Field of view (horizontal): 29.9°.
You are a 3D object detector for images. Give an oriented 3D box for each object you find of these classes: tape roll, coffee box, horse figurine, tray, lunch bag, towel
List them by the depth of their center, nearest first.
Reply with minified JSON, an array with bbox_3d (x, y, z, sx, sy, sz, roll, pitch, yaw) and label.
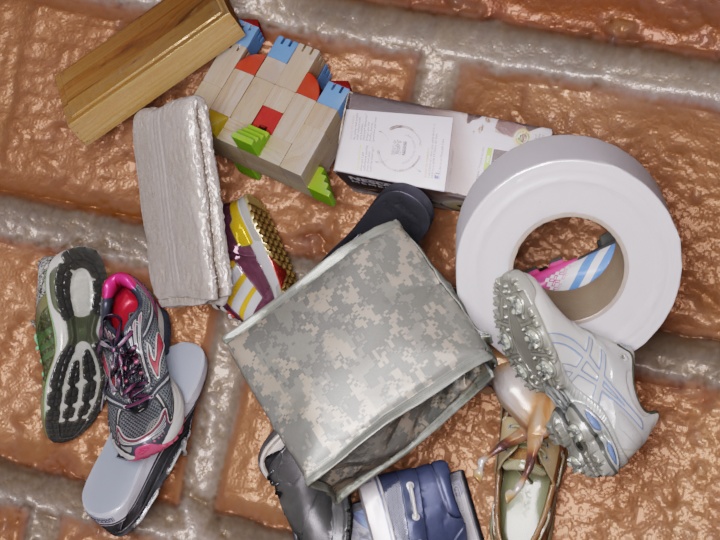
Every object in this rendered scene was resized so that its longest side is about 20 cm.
[{"bbox_3d":[0.006,0.075,1.187,0.199,0.118,0.165,-36,66,2],"label":"lunch bag"},{"bbox_3d":[0.181,-0.014,1.198,0.199,0.071,0.205,1,114,3],"label":"tape roll"},{"bbox_3d":[0.128,0.119,1.232,0.132,0.050,0.200,-42,63,-12],"label":"horse figurine"},{"bbox_3d":[0.083,-0.105,1.295,0.197,0.113,0.081,11,86,11],"label":"coffee box"},{"bbox_3d":[-0.173,-0.064,1.312,0.034,0.132,0.204,-8,93,-35],"label":"towel"},{"bbox_3d":[-0.218,-0.220,1.380,0.199,0.037,0.099,-33,43,5],"label":"tray"}]

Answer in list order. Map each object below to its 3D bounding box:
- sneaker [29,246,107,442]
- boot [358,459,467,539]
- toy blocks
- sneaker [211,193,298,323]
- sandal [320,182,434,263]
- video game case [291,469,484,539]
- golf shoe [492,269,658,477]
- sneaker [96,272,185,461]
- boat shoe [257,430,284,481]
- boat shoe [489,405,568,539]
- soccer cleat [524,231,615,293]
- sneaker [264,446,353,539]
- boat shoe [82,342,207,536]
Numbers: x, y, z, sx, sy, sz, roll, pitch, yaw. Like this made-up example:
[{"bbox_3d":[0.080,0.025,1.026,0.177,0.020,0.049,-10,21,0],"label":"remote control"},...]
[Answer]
[{"bbox_3d":[-0.306,0.073,1.385,0.088,0.076,0.204,9,95,49],"label":"sneaker"},{"bbox_3d":[0.064,0.282,1.254,0.089,0.073,0.203,-14,89,-6],"label":"boot"},{"bbox_3d":[-0.082,-0.169,1.352,0.198,0.100,0.138,25,76,22],"label":"toy blocks"},{"bbox_3d":[-0.108,0.030,1.344,0.089,0.075,0.203,-25,74,16],"label":"sneaker"},{"bbox_3d":[0.000,-0.001,1.284,0.075,0.043,0.201,29,127,0],"label":"sandal"},{"bbox_3d":[0.043,0.316,1.300,0.178,0.025,0.203,-18,81,9],"label":"video game case"},{"bbox_3d":[0.187,0.077,1.172,0.097,0.078,0.202,-32,101,-21],"label":"golf shoe"},{"bbox_3d":[-0.224,0.094,1.310,0.080,0.075,0.202,-20,51,4],"label":"sneaker"},{"bbox_3d":[-0.024,0.129,1.322,0.200,0.057,0.067,-43,98,0],"label":"boat shoe"},{"bbox_3d":[0.162,0.177,1.268,0.074,0.074,0.204,4,85,11],"label":"boat shoe"},{"bbox_3d":[0.205,0.027,1.279,0.198,0.070,0.087,-26,81,7],"label":"soccer cleat"},{"bbox_3d":[-0.048,0.208,1.269,0.089,0.076,0.204,4,87,-1],"label":"sneaker"},{"bbox_3d":[-0.204,0.169,1.342,0.073,0.068,0.201,9,61,23],"label":"boat shoe"}]
